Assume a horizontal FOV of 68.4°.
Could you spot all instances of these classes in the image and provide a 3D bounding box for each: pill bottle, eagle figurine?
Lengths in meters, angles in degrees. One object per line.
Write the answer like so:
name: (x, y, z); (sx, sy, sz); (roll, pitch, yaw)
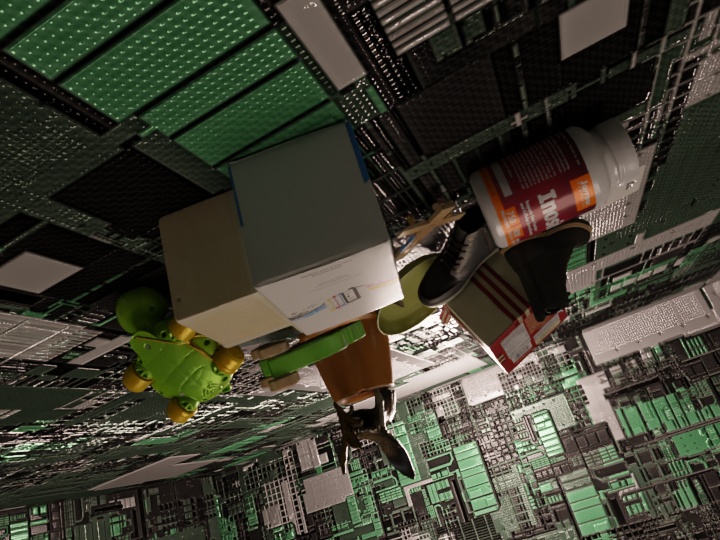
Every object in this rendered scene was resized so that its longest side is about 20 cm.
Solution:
pill bottle: (0.256, -0.119, 0.712); (0.197, 0.115, 0.113); (-24, 158, 14)
eagle figurine: (0.034, 0.302, 1.009); (0.198, 0.155, 0.150); (23, 174, -38)

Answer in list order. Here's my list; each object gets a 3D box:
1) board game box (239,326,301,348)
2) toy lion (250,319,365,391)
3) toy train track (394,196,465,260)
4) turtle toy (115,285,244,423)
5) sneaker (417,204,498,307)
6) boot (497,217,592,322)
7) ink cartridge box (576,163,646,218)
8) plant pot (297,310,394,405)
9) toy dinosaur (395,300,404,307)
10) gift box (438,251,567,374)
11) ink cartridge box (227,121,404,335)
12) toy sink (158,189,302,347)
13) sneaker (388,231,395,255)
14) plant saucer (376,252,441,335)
board game box: (-0.193, 0.099, 0.892); (0.196, 0.066, 0.148); (-15, 176, -10)
toy lion: (-0.075, 0.125, 0.855); (0.189, 0.070, 0.200); (-20, 177, -18)
toy train track: (0.088, -0.066, 0.824); (0.113, 0.033, 0.200); (-18, 166, -23)
turtle toy: (-0.257, 0.104, 0.743); (0.146, 0.200, 0.101); (-43, -163, 14)
sneaker: (0.155, -0.028, 0.886); (0.200, 0.075, 0.106); (-47, 146, 9)
boot: (0.305, 0.000, 0.820); (0.197, 0.141, 0.077); (-10, 161, -29)
ink cartridge box: (0.320, -0.125, 0.815); (0.197, 0.068, 0.117); (-24, 160, 16)
plant pot: (-0.018, 0.162, 1.069); (0.196, 0.186, 0.201); (-16, 159, -6)
toy dinosaur: (-0.034, 0.032, 0.811); (0.196, 0.048, 0.090); (-10, 124, -1)
gift box: (0.248, 0.062, 0.984); (0.184, 0.187, 0.200); (-40, 143, -2)
ink cartridge box: (-0.041, -0.037, 0.619); (0.142, 0.150, 0.200); (-19, 159, 2)
toy sink: (-0.155, 0.014, 0.673); (0.110, 0.133, 0.200); (-19, 160, 4)
sneaker: (0.000, 0.000, 0.872); (0.084, 0.079, 0.201); (-2, 149, -8)
plant saucer: (0.104, 0.040, 1.009); (0.198, 0.031, 0.202); (-28, 144, -22)
